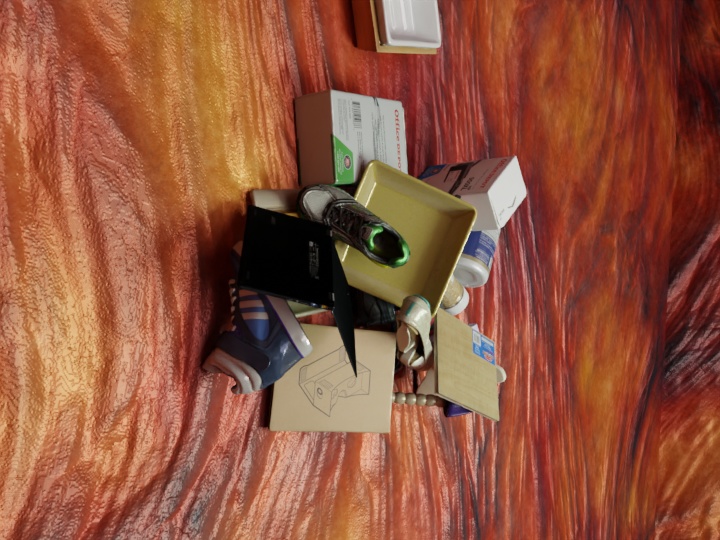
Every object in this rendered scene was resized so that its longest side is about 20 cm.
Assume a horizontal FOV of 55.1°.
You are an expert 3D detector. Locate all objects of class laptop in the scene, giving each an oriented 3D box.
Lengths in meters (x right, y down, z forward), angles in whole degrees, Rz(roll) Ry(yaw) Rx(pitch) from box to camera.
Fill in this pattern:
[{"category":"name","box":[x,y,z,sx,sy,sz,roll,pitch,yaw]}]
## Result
[{"category":"laptop","box":[-0.082,0.027,0.976,0.198,0.116,0.188,15,34,-15]}]

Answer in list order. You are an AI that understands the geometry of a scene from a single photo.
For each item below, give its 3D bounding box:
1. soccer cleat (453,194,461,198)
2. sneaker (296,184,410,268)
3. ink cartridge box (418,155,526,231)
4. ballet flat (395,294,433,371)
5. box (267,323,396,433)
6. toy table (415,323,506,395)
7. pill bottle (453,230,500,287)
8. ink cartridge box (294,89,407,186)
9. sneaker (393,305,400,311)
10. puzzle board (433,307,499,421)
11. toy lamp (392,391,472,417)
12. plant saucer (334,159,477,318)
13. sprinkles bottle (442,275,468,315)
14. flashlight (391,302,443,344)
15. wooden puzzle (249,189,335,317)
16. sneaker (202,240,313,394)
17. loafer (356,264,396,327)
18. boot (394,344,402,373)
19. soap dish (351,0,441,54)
[{"category":"soccer cleat","box":[0.091,-0.104,1.227,0.198,0.085,0.069,2,66,-20]},{"category":"sneaker","box":[-0.006,-0.072,1.052,0.199,0.085,0.078,28,87,-8]},{"category":"ink cartridge box","box":[0.198,-0.144,1.331,0.145,0.199,0.085,-49,126,-41]},{"category":"ballet flat","box":[0.079,0.117,1.118,0.062,0.067,0.201,-52,150,-31]},{"category":"box","box":[-0.041,0.171,1.086,0.198,0.021,0.165,7,82,-21]},{"category":"toy table","box":[0.177,0.178,1.336,0.199,0.183,0.118,-14,85,-56]},{"category":"pill bottle","box":[0.234,-0.076,1.448,0.111,0.110,0.201,43,57,-42]},{"category":"ink cartridge box","box":[-0.011,-0.215,1.160,0.199,0.083,0.148,-7,95,-51]},{"category":"sneaker","box":[0.066,-0.027,1.233,0.076,0.111,0.202,-7,94,-51]},{"category":"puzzle board","box":[0.182,0.166,1.198,0.200,0.017,0.152,31,51,-44]},{"category":"toy lamp","box":[0.100,0.225,1.216,0.058,0.198,0.059,-173,-90,-85]},{"category":"plant saucer","box":[0.063,-0.049,1.129,0.199,0.048,0.201,24,88,-9]},{"category":"sprinkles bottle","box":[0.145,0.009,1.368,0.200,0.068,0.069,48,54,-39]},{"category":"flashlight","box":[0.115,0.093,1.286,0.200,0.067,0.069,-25,110,-67]},{"category":"wooden puzzle","box":[-0.095,-0.028,1.088,0.184,0.037,0.202,-9,96,-51]},{"category":"sneaker","box":[-0.172,0.072,0.958,0.201,0.146,0.081,56,-5,17]},{"category":"loafer","box":[0.000,0.000,1.183,0.073,0.072,0.202,61,11,-83]},{"category":"boot","box":[0.050,0.159,1.225,0.199,0.090,0.073,-9,97,-51]},{"category":"soap dish","box":[0.063,-0.475,1.262,0.199,0.081,0.159,-20,105,-50]}]
